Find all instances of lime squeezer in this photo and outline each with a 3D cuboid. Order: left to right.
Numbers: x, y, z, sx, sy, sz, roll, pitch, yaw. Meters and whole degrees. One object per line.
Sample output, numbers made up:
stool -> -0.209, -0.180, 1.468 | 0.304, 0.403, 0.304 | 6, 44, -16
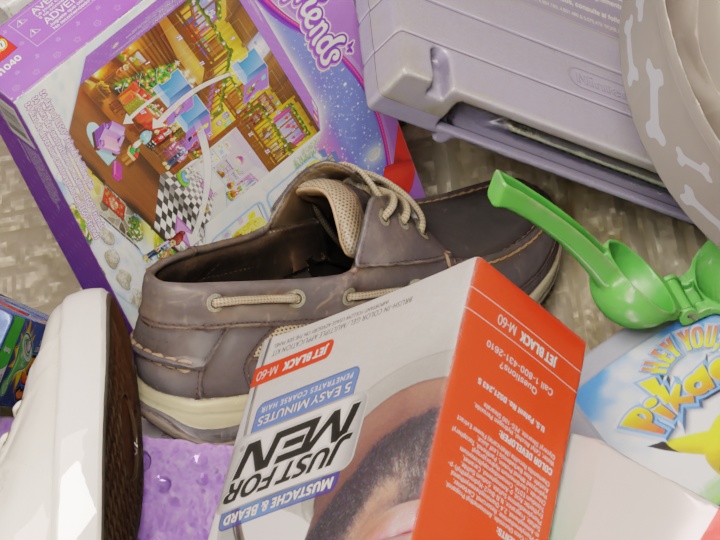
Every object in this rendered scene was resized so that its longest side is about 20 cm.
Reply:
lime squeezer -> 0.127, -0.012, 1.043 | 0.200, 0.071, 0.038 | -2, 28, -25

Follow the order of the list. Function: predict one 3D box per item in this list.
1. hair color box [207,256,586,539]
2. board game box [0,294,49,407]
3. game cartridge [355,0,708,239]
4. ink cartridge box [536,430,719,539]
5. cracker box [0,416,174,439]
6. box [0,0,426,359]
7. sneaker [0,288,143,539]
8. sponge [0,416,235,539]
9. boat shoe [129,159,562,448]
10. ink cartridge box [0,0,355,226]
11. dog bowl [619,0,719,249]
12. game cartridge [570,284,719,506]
hair color box -> 0.001, 0.104, 0.935 | 0.111, 0.064, 0.200 | -22, 43, 41
board game box -> -0.204, -0.001, 1.057 | 0.200, 0.135, 0.034 | 23, 89, 12
game cartridge -> 0.085, -0.086, 1.090 | 0.200, 0.038, 0.130 | 18, 43, -28
ink cartridge box -> 0.062, 0.136, 0.912 | 0.161, 0.050, 0.200 | -58, 20, -9
cracker box -> -0.114, 0.123, 1.046 | 0.200, 0.058, 0.134 | 0, 55, 13
box -> -0.055, -0.047, 1.065 | 0.137, 0.200, 0.039 | -40, 50, -16
sneaker -> -0.121, 0.093, 0.950 | 0.085, 0.073, 0.200 | -1, 57, 9
sponge -> -0.138, 0.105, 1.010 | 0.200, 0.030, 0.112 | 6, 57, 17
boat shoe -> 0.000, 0.000, 1.063 | 0.200, 0.073, 0.074 | -26, 36, -36
ink cartridge box -> -0.077, -0.100, 1.108 | 0.145, 0.200, 0.084 | -41, 54, -16
dog bowl -> 0.183, -0.075, 1.017 | 0.200, 0.059, 0.200 | 9, 67, -21
game cartridge -> 0.145, 0.065, 1.040 | 0.200, 0.040, 0.133 | -30, 50, -9
